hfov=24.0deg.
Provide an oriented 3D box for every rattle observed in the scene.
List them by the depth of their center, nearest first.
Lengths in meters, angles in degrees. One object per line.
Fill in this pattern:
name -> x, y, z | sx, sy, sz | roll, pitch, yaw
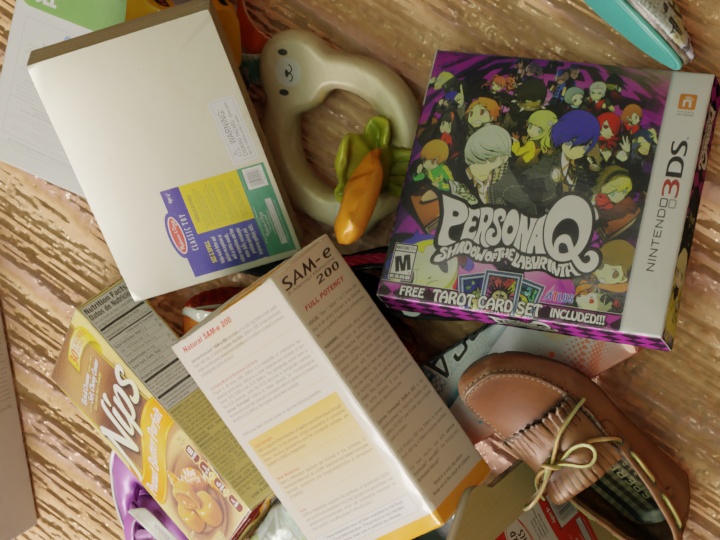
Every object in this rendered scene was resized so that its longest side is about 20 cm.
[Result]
rattle -> -0.054, -0.107, 1.180 | 0.200, 0.143, 0.130 | 50, 135, 0

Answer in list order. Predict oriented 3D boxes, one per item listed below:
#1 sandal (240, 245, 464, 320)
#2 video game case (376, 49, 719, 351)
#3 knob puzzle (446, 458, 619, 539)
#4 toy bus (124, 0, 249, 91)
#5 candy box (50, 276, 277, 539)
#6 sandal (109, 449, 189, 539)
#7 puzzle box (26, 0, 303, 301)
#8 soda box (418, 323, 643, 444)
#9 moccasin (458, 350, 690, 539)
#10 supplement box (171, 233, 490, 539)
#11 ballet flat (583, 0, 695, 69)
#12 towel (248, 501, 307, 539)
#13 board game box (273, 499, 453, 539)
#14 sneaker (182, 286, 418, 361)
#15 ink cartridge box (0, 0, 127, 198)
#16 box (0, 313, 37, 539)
sandal -> 0.000, 0.000, 1.214 | 0.198, 0.075, 0.046 | 15, 96, 24
video game case -> 0.124, -0.050, 1.118 | 0.198, 0.036, 0.183 | 9, 75, 23
knob puzzle -> 0.111, 0.233, 1.137 | 0.030, 0.219, 0.222 | -16, 95, 50
toy bus -> -0.131, -0.109, 1.215 | 0.065, 0.078, 0.202 | 49, 138, 45
candy box -> -0.145, 0.116, 1.284 | 0.200, 0.055, 0.116 | 47, 145, 10
sandal -> -0.154, 0.232, 1.344 | 0.082, 0.050, 0.205 | -16, 94, 26
puzzle box -> -0.132, -0.079, 1.170 | 0.132, 0.026, 0.201 | -15, 122, 7
soda box -> 0.106, 0.067, 1.181 | 0.199, 0.063, 0.069 | -33, 87, 26
moccasin -> 0.142, 0.125, 1.119 | 0.073, 0.078, 0.201 | -31, 121, 27
supplement box -> -0.021, 0.094, 1.160 | 0.126, 0.073, 0.201 | -31, 95, 44
ballet flat -> 0.148, -0.212, 1.104 | 0.200, 0.072, 0.072 | 37, 113, 12
towel -> -0.032, 0.272, 1.265 | 0.171, 0.048, 0.201 | 42, 116, 9
board game box -> 0.032, 0.233, 1.270 | 0.198, 0.028, 0.137 | -1, 101, 25
sneaker -> -0.042, 0.059, 1.252 | 0.198, 0.073, 0.078 | 7, 113, 33
ink cartridge box -> -0.203, -0.164, 1.252 | 0.103, 0.059, 0.202 | 23, 110, 18
box -> -0.357, 0.129, 1.389 | 0.123, 0.097, 0.202 | -4, 100, 25
